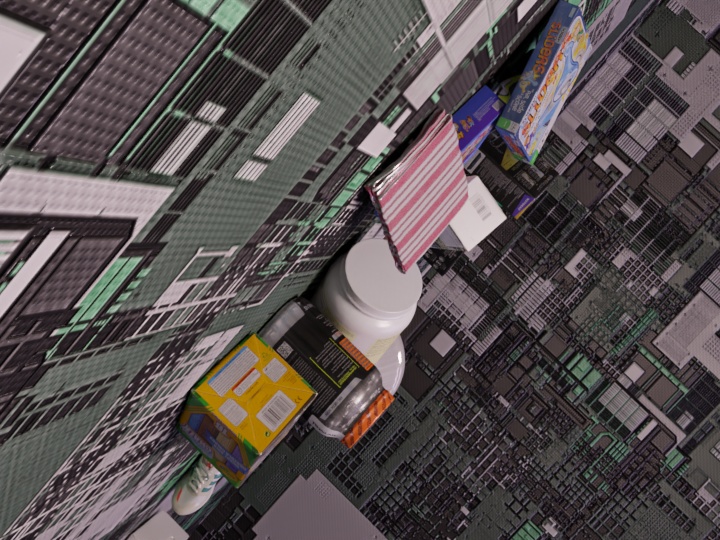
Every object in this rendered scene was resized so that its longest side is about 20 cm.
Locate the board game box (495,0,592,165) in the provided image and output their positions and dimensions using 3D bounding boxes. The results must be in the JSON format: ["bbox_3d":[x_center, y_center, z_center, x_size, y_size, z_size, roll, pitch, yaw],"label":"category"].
[{"bbox_3d":[0.266,-0.266,1.432,0.202,0.034,0.135,-63,156,-1],"label":"board game box"}]

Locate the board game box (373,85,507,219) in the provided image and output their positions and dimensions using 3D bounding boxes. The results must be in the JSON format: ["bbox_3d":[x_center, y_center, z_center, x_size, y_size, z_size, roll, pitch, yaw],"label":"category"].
[{"bbox_3d":[0.112,-0.156,1.402,0.200,0.045,0.135,-45,173,-29],"label":"board game box"}]

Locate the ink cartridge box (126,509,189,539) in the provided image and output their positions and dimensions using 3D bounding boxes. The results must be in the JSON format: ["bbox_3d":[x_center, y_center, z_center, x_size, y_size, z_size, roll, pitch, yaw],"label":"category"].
[{"bbox_3d":[-0.456,0.596,1.999,0.200,0.084,0.145,-49,175,14],"label":"ink cartridge box"}]

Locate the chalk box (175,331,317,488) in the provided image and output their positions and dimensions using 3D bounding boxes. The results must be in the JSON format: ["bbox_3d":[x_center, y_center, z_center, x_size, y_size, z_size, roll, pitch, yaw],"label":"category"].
[{"bbox_3d":[-0.162,0.198,1.351,0.124,0.124,0.200,-45,175,-32],"label":"chalk box"}]

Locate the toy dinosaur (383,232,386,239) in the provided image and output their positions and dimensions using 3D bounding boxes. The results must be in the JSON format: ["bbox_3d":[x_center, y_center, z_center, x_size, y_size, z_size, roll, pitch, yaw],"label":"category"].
[{"bbox_3d":[0.000,0.000,1.633,0.200,0.047,0.088,-47,-178,26],"label":"toy dinosaur"}]

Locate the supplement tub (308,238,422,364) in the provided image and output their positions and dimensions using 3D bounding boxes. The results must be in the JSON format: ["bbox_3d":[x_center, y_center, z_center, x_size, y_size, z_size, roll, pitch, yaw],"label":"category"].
[{"bbox_3d":[-0.001,0.057,1.491,0.145,0.145,0.200,-43,172,-38],"label":"supplement tub"}]

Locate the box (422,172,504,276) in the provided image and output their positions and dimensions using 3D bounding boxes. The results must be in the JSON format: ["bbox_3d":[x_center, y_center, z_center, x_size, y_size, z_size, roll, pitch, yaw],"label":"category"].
[{"bbox_3d":[0.191,-0.118,1.853,0.200,0.124,0.149,-44,175,-40],"label":"box"}]

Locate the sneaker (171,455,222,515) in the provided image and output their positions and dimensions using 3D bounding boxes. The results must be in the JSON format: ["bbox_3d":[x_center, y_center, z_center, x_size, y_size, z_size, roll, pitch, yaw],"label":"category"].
[{"bbox_3d":[-0.297,0.380,1.911,0.200,0.070,0.094,-45,156,-10],"label":"sneaker"}]

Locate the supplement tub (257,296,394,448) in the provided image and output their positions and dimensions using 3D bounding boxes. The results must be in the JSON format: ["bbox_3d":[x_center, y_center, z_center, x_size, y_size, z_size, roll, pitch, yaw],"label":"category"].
[{"bbox_3d":[-0.055,0.145,1.400,0.123,0.200,0.123,-45,174,-6],"label":"supplement tub"}]

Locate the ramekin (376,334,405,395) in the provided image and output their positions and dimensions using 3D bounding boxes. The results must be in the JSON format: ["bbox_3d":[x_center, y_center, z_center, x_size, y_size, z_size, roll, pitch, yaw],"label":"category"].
[{"bbox_3d":[-0.031,0.152,1.698,0.203,0.203,0.094,-50,164,23],"label":"ramekin"}]

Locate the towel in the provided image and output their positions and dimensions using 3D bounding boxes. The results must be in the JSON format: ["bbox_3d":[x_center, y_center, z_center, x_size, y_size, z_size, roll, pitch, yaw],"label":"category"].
[{"bbox_3d":[0.077,-0.098,1.275,0.147,0.030,0.201,-48,151,-14],"label":"towel"}]

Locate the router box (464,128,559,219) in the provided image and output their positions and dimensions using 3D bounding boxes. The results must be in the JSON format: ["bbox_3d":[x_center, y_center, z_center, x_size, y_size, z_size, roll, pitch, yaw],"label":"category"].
[{"bbox_3d":[0.257,-0.184,1.749,0.052,0.157,0.200,-50,173,28],"label":"router box"}]

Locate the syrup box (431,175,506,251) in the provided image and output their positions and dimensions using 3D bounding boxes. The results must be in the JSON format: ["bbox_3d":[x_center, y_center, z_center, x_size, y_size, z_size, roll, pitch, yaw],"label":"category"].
[{"bbox_3d":[0.129,-0.086,1.490,0.081,0.079,0.200,-40,-166,-10],"label":"syrup box"}]

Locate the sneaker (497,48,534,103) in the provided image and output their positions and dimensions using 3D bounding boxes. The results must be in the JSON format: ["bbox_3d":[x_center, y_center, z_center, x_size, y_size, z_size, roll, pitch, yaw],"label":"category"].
[{"bbox_3d":[0.263,-0.277,1.537,0.074,0.081,0.200,-47,173,-2],"label":"sneaker"}]

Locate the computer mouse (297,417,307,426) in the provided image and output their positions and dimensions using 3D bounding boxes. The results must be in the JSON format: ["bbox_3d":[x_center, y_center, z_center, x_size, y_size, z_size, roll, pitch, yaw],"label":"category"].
[{"bbox_3d":[-0.111,0.279,2.316,0.139,0.052,0.201,-48,-172,36],"label":"computer mouse"}]
